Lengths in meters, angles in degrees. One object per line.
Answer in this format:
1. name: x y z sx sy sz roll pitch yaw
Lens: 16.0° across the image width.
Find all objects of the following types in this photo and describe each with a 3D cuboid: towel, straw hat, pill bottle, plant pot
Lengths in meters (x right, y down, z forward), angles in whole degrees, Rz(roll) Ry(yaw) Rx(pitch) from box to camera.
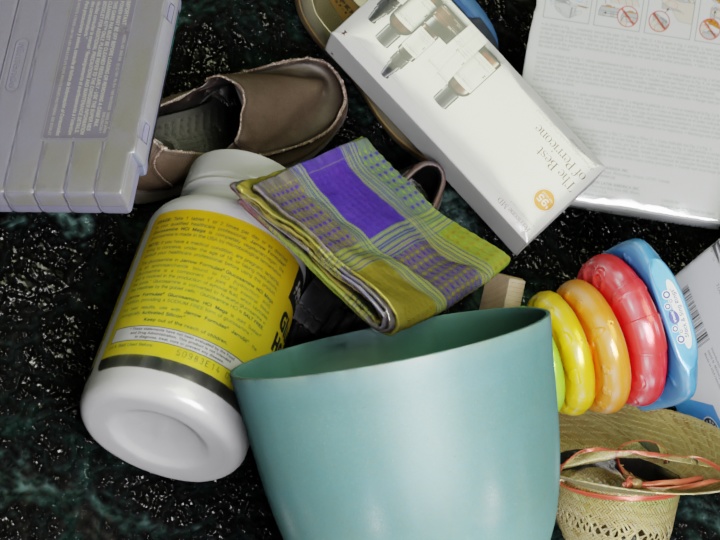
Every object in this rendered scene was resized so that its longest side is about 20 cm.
1. towel: 0.009 -0.026 1.657 0.143 0.023 0.200 42 25 14
2. straw hat: 0.171 0.156 1.728 0.200 0.201 0.086 -3 106 -27
3. pill bottle: -0.100 0.025 1.655 0.112 0.112 0.201 26 58 -12
4. plant pot: 0.032 0.122 1.553 0.199 0.200 0.162 -13 95 -30

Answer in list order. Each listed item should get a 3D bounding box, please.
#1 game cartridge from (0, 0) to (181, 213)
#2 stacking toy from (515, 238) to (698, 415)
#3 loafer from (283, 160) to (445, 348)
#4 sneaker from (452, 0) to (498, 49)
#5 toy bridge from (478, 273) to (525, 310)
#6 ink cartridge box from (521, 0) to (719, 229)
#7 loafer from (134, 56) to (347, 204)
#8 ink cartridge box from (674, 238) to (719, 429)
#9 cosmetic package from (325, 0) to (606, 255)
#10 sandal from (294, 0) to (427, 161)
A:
1. game cartridge: -0.192 -0.128 1.696 0.128 0.038 0.201 3 60 10
2. stacking toy: 0.118 0.061 1.723 0.199 0.110 0.117 -17 85 -18
3. loafer: 0.000 0.000 1.746 0.072 0.063 0.201 35 56 -7
4. sneaker: 0.035 -0.233 1.876 0.200 0.066 0.079 42 52 -2
5. toy bridge: 0.094 0.036 1.770 0.199 0.027 0.068 11 92 -40
6. ink cartridge box: 0.196 -0.140 1.835 0.159 0.047 0.202 9 88 3
7. loafer: -0.083 -0.100 1.750 0.199 0.071 0.073 -25 79 -33
8. ink cartridge box: 0.296 0.044 1.786 0.083 0.200 0.146 -13 72 -30
9. cosmetic package: 0.073 -0.114 1.784 0.083 0.051 0.200 -43 87 -10
10. sandal: 0.035 -0.148 1.838 0.200 0.054 0.080 47 56 -6
